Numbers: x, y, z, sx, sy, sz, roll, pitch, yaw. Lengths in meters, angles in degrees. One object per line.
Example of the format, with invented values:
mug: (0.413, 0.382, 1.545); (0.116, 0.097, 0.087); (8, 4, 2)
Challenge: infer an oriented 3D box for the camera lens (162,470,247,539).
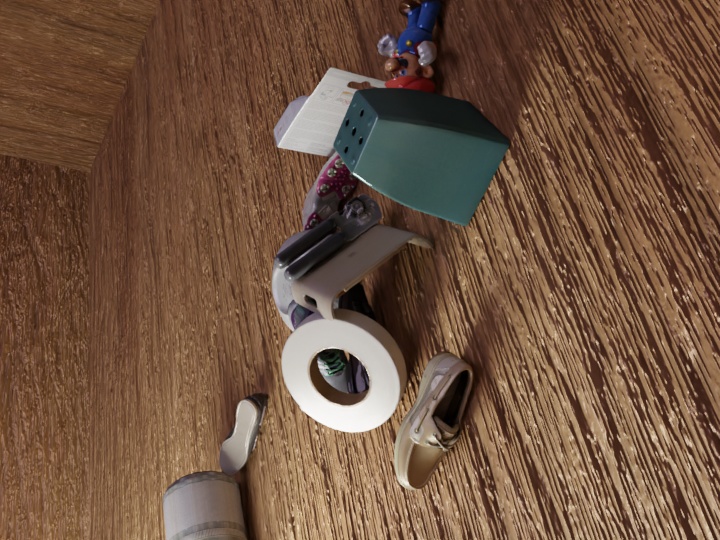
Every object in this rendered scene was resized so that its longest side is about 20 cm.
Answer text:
camera lens: (-0.314, 0.522, 1.676); (0.160, 0.159, 0.201); (-54, 39, 37)

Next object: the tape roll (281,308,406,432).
tape roll: (-0.027, 0.156, 1.278); (0.204, 0.202, 0.037); (-59, -5, 31)

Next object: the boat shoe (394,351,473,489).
boat shoe: (0.104, 0.215, 1.141); (0.065, 0.072, 0.202); (28, 100, 60)

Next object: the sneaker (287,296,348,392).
sneaker: (-0.059, 0.138, 1.351); (0.087, 0.074, 0.201); (37, 155, 60)

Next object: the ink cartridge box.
ink cartridge box: (-0.038, -0.279, 1.437); (0.200, 0.161, 0.057); (-51, 45, 40)

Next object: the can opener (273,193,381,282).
can opener: (-0.050, -0.051, 1.329); (0.053, 0.199, 0.067); (51, 163, 7)

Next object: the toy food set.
toy food set: (0.000, 0.000, 1.289); (0.143, 0.199, 0.061); (22, 145, 60)

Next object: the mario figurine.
mario figurine: (0.074, -0.356, 1.318); (0.124, 0.105, 0.202); (82, -164, -71)

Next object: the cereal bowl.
cereal bowl: (-0.102, 0.028, 1.486); (0.199, 0.083, 0.202); (14, 107, 53)

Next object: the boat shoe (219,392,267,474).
boat shoe: (-0.238, 0.340, 1.719); (0.067, 0.057, 0.201); (32, 119, 20)

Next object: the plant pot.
plant pot: (0.075, -0.175, 1.174); (0.142, 0.198, 0.142); (-63, 34, 25)

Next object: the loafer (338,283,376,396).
loafer: (0.011, 0.115, 1.345); (0.063, 0.072, 0.202); (-16, 73, 37)

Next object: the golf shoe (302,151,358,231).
golf shoe: (-0.063, -0.154, 1.535); (0.201, 0.075, 0.092); (-62, 32, 27)
